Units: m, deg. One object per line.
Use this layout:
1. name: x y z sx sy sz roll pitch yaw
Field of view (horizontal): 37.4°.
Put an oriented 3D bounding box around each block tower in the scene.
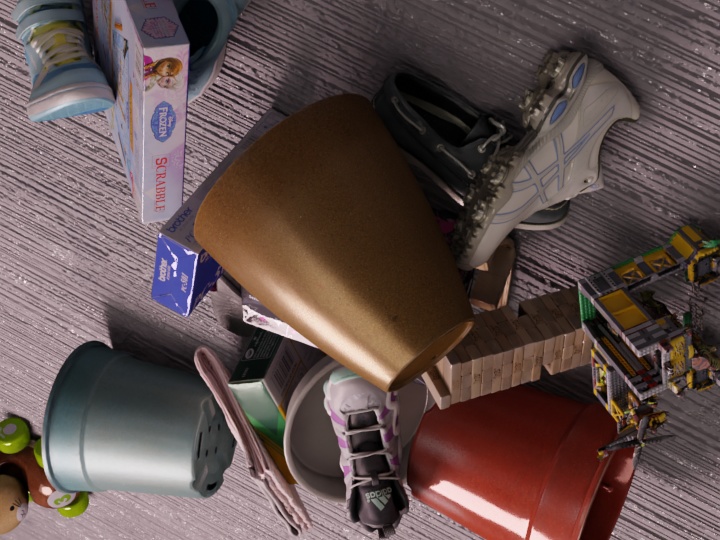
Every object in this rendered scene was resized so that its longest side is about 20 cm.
1. block tower: 0.154 0.063 0.966 0.199 0.054 0.058 -16 134 -13

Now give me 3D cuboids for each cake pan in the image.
1. cake pan: 0.005 0.162 1.171 0.037 0.200 0.201 46 164 56

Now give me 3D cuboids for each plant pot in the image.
1. plant pot: -0.272 0.204 1.371 0.195 0.201 0.201 8 134 15
2. plant pot: 0.165 0.202 1.098 0.194 0.201 0.202 21 139 24
3. plant pot: -0.004 -0.006 0.870 0.200 0.186 0.187 52 142 14

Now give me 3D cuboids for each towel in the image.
1. towel: -0.128 0.207 1.276 0.191 0.032 0.200 58 173 34

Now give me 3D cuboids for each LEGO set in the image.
1. LEGO set: 0.270 0.073 0.909 0.153 0.116 0.201 -15 129 -13

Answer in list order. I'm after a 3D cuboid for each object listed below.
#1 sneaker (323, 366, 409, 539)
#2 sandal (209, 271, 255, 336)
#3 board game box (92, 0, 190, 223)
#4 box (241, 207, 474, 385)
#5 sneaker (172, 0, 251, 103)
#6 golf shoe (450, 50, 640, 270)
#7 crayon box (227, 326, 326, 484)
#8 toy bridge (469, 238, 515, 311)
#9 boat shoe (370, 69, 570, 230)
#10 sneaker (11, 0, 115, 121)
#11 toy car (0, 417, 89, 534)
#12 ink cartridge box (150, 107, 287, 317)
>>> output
1. sneaker: 0.015 0.195 1.056 0.077 0.140 0.201 -12 137 3
2. sandal: -0.152 0.009 1.201 0.075 0.048 0.201 12 136 22
3. board game box: -0.200 -0.183 0.954 0.201 0.041 0.200 105 148 -48
4. box: 0.000 0.000 1.034 0.199 0.132 0.115 19 134 15
5. sneaker: -0.161 -0.208 0.968 0.074 0.082 0.200 35 139 -2
6. golf shoe: 0.150 -0.073 0.862 0.097 0.078 0.201 28 107 -14
7. crayon box: -0.071 0.154 1.229 0.051 0.126 0.201 -8 126 26
8. toy bridge: 0.124 0.003 1.000 0.027 0.068 0.200 17 158 18
9. boat shoe: 0.097 -0.105 0.918 0.199 0.073 0.062 32 144 8
10. sneaker: -0.282 -0.207 0.987 0.200 0.079 0.131 -162 61 -67
11. toy car: -0.547 0.368 1.683 0.157 0.200 0.165 16 137 18
12. ink cartridge box: -0.122 -0.058 1.000 0.044 0.200 0.094 28 139 7
